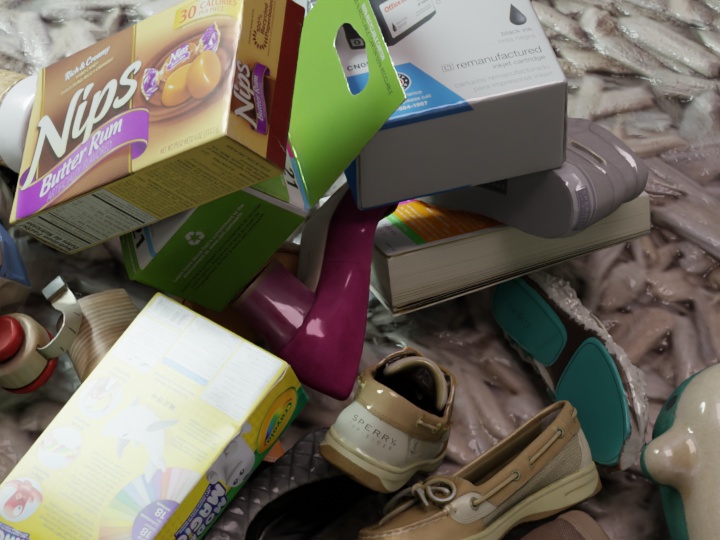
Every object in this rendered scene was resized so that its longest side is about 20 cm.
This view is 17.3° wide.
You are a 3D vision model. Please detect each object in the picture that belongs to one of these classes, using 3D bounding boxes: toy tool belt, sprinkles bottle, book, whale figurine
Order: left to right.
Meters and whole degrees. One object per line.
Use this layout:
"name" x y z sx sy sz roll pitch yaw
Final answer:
"toy tool belt" -0.274 -0.014 1.510 0.125 0.123 0.200 -40 51 4
"sprinkles bottle" -0.270 -0.111 1.612 0.199 0.069 0.068 15 34 39
"book" 0.086 -0.042 1.676 0.199 0.048 0.134 -16 30 -16
"whale figurine" 0.236 0.157 1.532 0.159 0.104 0.201 28 62 -20

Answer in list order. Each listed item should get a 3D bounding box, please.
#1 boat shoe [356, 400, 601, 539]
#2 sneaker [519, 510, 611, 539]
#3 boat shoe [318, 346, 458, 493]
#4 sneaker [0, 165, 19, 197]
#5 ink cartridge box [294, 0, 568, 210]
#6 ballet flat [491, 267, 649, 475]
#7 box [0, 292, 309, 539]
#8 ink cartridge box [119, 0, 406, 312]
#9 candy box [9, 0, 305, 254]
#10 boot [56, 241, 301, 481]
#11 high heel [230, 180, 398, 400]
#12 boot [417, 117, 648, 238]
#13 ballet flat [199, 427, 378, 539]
"boat shoe" 0.069 0.139 1.488 0.200 0.073 0.063 -18 95 -36
"sneaker" 0.156 0.237 1.444 0.075 0.071 0.200 -26 50 -16
"boat shoe" 0.031 0.086 1.497 0.074 0.067 0.200 32 14 3
"sneaker" -0.166 -0.079 1.665 0.199 0.076 0.114 -4 46 -13
"ink cartridge box" 0.040 -0.152 1.578 0.144 0.084 0.201 -13 51 -8
"ballet flat" 0.157 0.063 1.608 0.071 0.072 0.200 -6 39 -23
"box" -0.135 0.120 1.414 0.117 0.048 0.200 27 68 33
"ink cartridge box" -0.074 -0.098 1.501 0.076 0.200 0.148 21 34 -34
"candy box" -0.126 -0.094 1.455 0.056 0.199 0.117 30 55 -39
"boot" -0.083 0.068 1.540 0.199 0.074 0.155 -20 57 -28
"high heel" 0.000 0.000 1.567 0.096 0.067 0.200 45 54 -3
"boot" 0.102 -0.079 1.644 0.200 0.074 0.095 28 32 34
"ballet flat" -0.046 0.156 1.448 0.057 0.067 0.200 11 35 28
